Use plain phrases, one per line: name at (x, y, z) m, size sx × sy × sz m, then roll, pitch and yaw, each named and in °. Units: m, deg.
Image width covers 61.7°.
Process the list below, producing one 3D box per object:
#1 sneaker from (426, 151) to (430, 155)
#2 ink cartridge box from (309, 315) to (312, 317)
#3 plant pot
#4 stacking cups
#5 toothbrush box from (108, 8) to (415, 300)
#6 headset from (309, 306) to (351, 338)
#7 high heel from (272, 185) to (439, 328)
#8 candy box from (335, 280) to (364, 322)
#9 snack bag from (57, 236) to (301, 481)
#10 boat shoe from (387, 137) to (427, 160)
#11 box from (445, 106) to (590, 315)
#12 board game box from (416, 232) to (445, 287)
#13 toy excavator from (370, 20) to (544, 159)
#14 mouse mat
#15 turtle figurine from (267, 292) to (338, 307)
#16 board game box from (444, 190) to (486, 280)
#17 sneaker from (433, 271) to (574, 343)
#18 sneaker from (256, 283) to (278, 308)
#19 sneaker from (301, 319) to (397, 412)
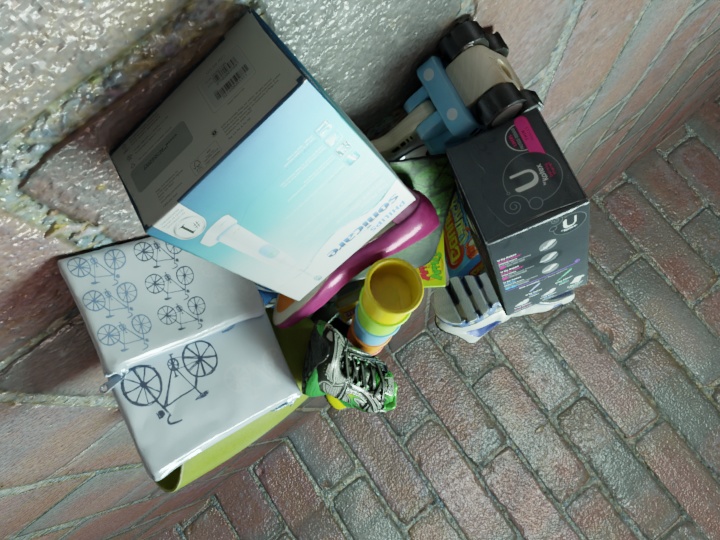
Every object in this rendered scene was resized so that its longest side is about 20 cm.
sneaker at (0.130, -0.165, 0.819) m, size 0.115 × 0.076 × 0.200 m, roll -36°, pitch 178°, yaw -28°
ink cartridge box at (-0.053, 0.041, 0.992) m, size 0.116 × 0.068 × 0.200 m, roll -35°, pitch 165°, yaw -13°
plant pot at (-0.143, 0.113, 0.671) m, size 0.198 × 0.189 × 0.188 m, roll -13°, pitch 154°, yaw -37°
stacking cups at (0.012, 0.055, 0.667) m, size 0.060 × 0.061 × 0.200 m, roll -32°, pitch 166°, yaw -24°
toothbrush box at (-0.064, -0.072, 0.475) m, size 0.146 × 0.086 × 0.200 m, roll -41°, pitch 151°, yaw 11°
headset at (-0.017, 0.076, 0.867) m, size 0.199 × 0.094 × 0.124 m, roll -34°, pitch 160°, yaw -50°
high heel at (-0.003, -0.005, 0.628) m, size 0.096 × 0.067 × 0.201 m, roll 36°, pitch 94°, yaw -39°
candy box at (0.000, 0.000, 0.810) m, size 0.101 × 0.027 × 0.200 m, roll -22°, pitch -157°, yaw -4°
snack bag at (-0.152, 0.062, 0.550) m, size 0.021 × 0.203 × 0.188 m, roll -24°, pitch 178°, yaw 39°
boat shoe at (0.024, -0.087, 0.780) m, size 0.200 × 0.066 × 0.073 m, roll -46°, pitch 164°, yaw 27°
box at (0.175, -0.053, 0.654) m, size 0.105 × 0.124 × 0.200 m, roll -23°, pitch 151°, yaw 9°
board game box at (0.064, -0.028, 0.856) m, size 0.047 × 0.103 × 0.200 m, roll -2°, pitch 179°, yaw -12°
toy excavator at (0.069, -0.157, 0.642) m, size 0.199 × 0.101 × 0.194 m, roll -36°, pitch 168°, yaw 32°
mouse mat at (0.016, -0.049, 0.653) m, size 0.197 × 0.008 × 0.162 m, roll -12°, pitch 136°, yaw -24°
turtle figurine at (-0.034, -0.046, 0.705) m, size 0.197 × 0.101 × 0.151 m, roll -22°, pitch 132°, yaw -10°
board game box at (0.190, -0.111, 0.873) m, size 0.055 × 0.202 × 0.196 m, roll 17°, pitch 134°, yaw -26°
sneaker at (0.185, 0.043, 0.849) m, size 0.196 × 0.082 × 0.115 m, roll -13°, pitch 158°, yaw -10°
sneaker at (-0.136, 0.062, 0.793) m, size 0.199 × 0.090 × 0.079 m, roll -9°, pitch 149°, yaw -53°
sneaker at (-0.006, 0.109, 0.658) m, size 0.200 × 0.084 × 0.079 m, roll 51°, pitch 47°, yaw -64°
